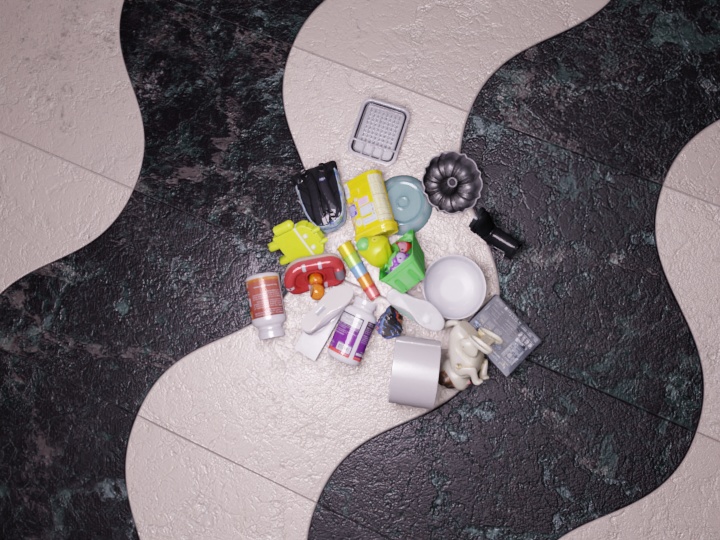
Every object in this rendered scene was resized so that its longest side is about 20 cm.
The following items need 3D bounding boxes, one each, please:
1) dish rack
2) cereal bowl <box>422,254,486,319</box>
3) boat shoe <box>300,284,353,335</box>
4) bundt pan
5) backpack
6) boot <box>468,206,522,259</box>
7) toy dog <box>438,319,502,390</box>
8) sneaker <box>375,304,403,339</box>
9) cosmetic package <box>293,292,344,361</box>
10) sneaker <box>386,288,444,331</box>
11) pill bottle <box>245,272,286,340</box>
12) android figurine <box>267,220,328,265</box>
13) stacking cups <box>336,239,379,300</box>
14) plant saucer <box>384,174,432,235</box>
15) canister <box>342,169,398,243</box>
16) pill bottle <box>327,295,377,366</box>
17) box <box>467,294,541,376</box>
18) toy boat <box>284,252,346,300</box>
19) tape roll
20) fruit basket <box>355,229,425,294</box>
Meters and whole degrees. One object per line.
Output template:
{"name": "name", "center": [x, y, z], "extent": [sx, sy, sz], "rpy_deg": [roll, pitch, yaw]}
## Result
{"name": "dish rack", "center": [0.062, -0.455, 1.787], "extent": [0.168, 0.044, 0.204], "rpy_deg": [18, 86, 8]}
{"name": "cereal bowl", "center": [0.290, 0.054, 1.689], "extent": [0.195, 0.083, 0.205], "rpy_deg": [0, 84, 5]}
{"name": "boat shoe", "center": [-0.098, 0.127, 1.672], "extent": [0.072, 0.069, 0.200], "rpy_deg": [38, 76, 21]}
{"name": "bundt pan", "center": [0.283, -0.272, 1.720], "extent": [0.197, 0.076, 0.207], "rpy_deg": [1, 85, -6]}
{"name": "backpack", "center": [-0.116, -0.222, 1.737], "extent": [0.160, 0.154, 0.203], "rpy_deg": [-22, 61, -1]}
{"name": "boot", "center": [0.413, -0.109, 1.645], "extent": [0.162, 0.198, 0.074], "rpy_deg": [38, 91, 14]}
{"name": "toy dog", "center": [0.302, 0.268, 1.615], "extent": [0.192, 0.139, 0.203], "rpy_deg": [28, 113, 16]}
{"name": "sneaker", "center": [0.082, 0.172, 1.645], "extent": [0.075, 0.200, 0.079], "rpy_deg": [44, 103, 1]}
{"name": "cosmetic package", "center": [-0.127, 0.181, 1.727], "extent": [0.082, 0.051, 0.202], "rpy_deg": [30, 87, 5]}
{"name": "sneaker", "center": [0.178, 0.123, 1.669], "extent": [0.198, 0.118, 0.075], "rpy_deg": [32, 88, 17]}
{"name": "pill bottle", "center": [-0.298, 0.115, 1.719], "extent": [0.110, 0.112, 0.204], "rpy_deg": [-11, 82, 4]}
{"name": "android figurine", "center": [-0.195, -0.083, 1.716], "extent": [0.197, 0.041, 0.183], "rpy_deg": [-19, 123, 25]}
{"name": "stacking cups", "center": [0.000, 0.000, 1.738], "extent": [0.060, 0.061, 0.202], "rpy_deg": [-34, 86, 0]}
{"name": "plant saucer", "center": [0.138, -0.217, 1.757], "extent": [0.195, 0.036, 0.205], "rpy_deg": [-1, 84, 5]}
{"name": "canister", "center": [0.029, -0.201, 1.721], "extent": [0.147, 0.086, 0.204], "rpy_deg": [-21, 79, 34]}
{"name": "pill bottle", "center": [-0.020, 0.189, 1.687], "extent": [0.111, 0.112, 0.203], "rpy_deg": [23, 85, 7]}
{"name": "box", "center": [0.435, 0.201, 1.676], "extent": [0.158, 0.051, 0.200], "rpy_deg": [-45, 82, -1]}
{"name": "toy boat", "center": [-0.142, 0.035, 1.692], "extent": [0.196, 0.132, 0.133], "rpy_deg": [-11, 51, 4]}
{"name": "tape roll", "center": [0.161, 0.302, 1.614], "extent": [0.136, 0.203, 0.207], "rpy_deg": [7, 84, 6]}
{"name": "fruit basket", "center": [0.094, -0.053, 1.642], "extent": [0.155, 0.215, 0.218], "rpy_deg": [-37, 81, 21]}
